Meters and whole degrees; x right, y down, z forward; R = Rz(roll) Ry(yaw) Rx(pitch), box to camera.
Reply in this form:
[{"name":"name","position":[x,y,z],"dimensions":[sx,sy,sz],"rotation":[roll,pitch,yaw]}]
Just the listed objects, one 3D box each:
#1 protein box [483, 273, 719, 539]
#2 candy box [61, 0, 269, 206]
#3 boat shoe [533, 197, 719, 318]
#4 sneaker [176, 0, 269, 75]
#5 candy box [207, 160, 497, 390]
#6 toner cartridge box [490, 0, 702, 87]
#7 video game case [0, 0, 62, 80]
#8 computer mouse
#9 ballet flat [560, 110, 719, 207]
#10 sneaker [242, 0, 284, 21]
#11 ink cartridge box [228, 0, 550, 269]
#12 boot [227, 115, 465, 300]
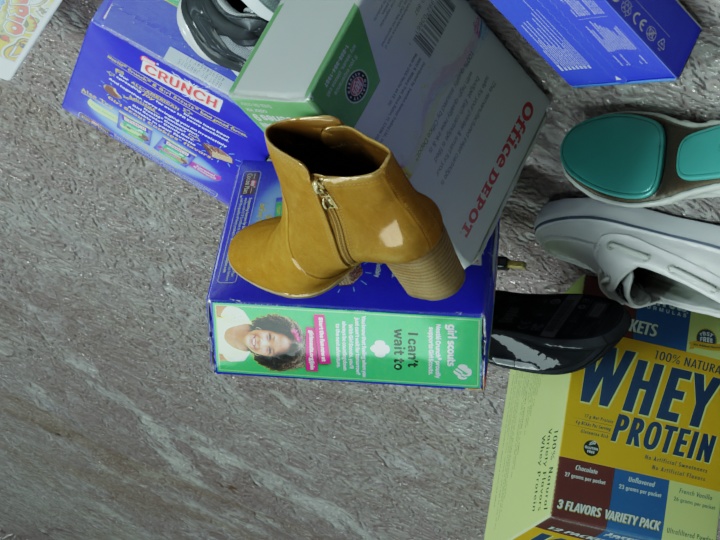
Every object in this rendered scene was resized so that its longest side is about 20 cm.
[{"name":"protein box","position":[0.200,0.134,1.765],"dimensions":[0.134,0.199,0.200],"rotation":[13,161,-8]},{"name":"candy box","position":[-0.134,-0.145,1.720],"dimensions":[0.169,0.077,0.200],"rotation":[30,161,-5]},{"name":"boat shoe","position":[0.207,-0.006,1.644],"dimensions":[0.200,0.065,0.074],"rotation":[9,154,41]},{"name":"sneaker","position":[-0.040,-0.162,1.560],"dimensions":[0.200,0.076,0.114],"rotation":[29,163,4]},{"name":"candy box","position":[0.000,0.000,1.617],"dimensions":[0.199,0.169,0.077],"rotation":[2,130,7]},{"name":"toner cartridge box","position":[0.114,-0.190,1.349],"dimensions":[0.095,0.043,0.200],"rotation":[3,149,50]},{"name":"video game case","position":[-0.313,-0.234,1.660],"dimensions":[0.182,0.023,0.200],"rotation":[21,142,-20]},{"name":"computer mouse","position":[0.119,0.036,1.687],"dimensions":[0.199,0.140,0.046],"rotation":[2,119,22]},{"name":"ballet flat","position":[0.223,-0.071,1.485],"dimensions":[0.200,0.070,0.069],"rotation":[1,147,49]},{"name":"sneaker","position":[-0.103,-0.246,1.458],"dimensions":[0.071,0.073,0.200],"rotation":[8,142,48]},{"name":"ink cartridge box","position":[0.025,-0.115,1.493],"dimensions":[0.087,0.146,0.200],"rotation":[6,151,46]},{"name":"boot","position":[-0.033,-0.047,1.439],"dimensions":[0.201,0.071,0.144],"rotation":[7,146,37]}]
